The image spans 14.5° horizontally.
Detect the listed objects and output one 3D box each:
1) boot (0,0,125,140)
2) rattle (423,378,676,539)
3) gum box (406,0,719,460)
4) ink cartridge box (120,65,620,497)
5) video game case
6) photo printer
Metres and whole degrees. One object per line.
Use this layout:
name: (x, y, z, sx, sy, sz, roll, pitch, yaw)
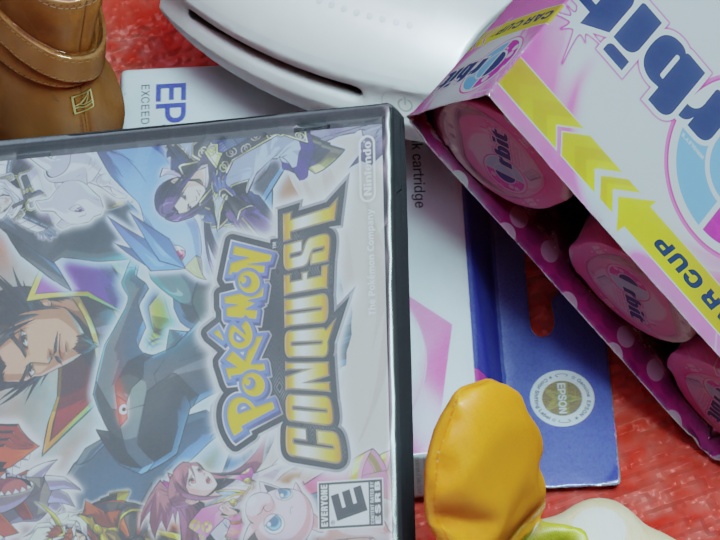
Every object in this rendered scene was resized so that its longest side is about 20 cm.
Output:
boot: (-0.152, -0.128, 1.176, 0.074, 0.155, 0.200, -26, 61, -22)
rattle: (0.104, 0.148, 1.008, 0.130, 0.143, 0.200, -10, 49, -26)
gum box: (0.129, -0.030, 1.102, 0.200, 0.066, 0.114, 47, 66, -15)
ink cartridge box: (0.000, 0.000, 1.159, 0.199, 0.043, 0.197, -4, 57, 2)
video game case: (-0.070, 0.042, 1.084, 0.180, 0.025, 0.201, -5, 77, 15)
photo printer: (0.025, -0.134, 1.193, 0.166, 0.070, 0.200, 25, 48, 29)
